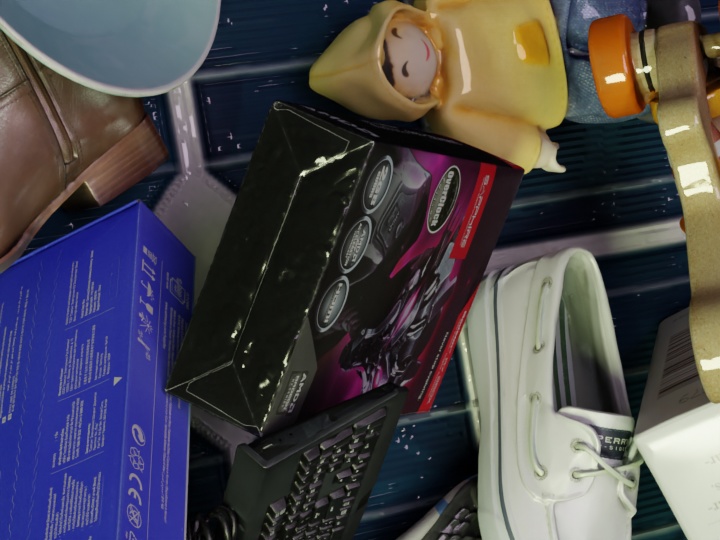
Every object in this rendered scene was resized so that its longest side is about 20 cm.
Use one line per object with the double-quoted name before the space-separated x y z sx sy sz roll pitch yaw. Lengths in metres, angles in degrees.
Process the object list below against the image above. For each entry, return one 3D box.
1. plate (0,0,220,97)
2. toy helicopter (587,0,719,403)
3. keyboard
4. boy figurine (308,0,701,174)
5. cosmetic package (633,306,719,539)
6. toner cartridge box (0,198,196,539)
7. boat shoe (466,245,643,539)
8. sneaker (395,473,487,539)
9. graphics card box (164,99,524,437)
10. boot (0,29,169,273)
"plate" -0.133 -0.162 0.885 0.200 0.026 0.201 36 41 -40
"toy helicopter" 0.159 -0.022 0.948 0.132 0.079 0.200 61 25 -48
"keyboard" -0.033 0.123 0.865 0.104 0.200 0.040 -23 64 -23
"boy figurine" 0.069 -0.109 1.003 0.200 0.064 0.125 -2 90 -30
"cosmetic package" 0.250 0.102 0.987 0.165 0.165 0.200 -26 101 19
"toner cartridge box" -0.116 0.070 0.818 0.043 0.095 0.200 47 28 -37
"boat shoe" 0.095 0.082 0.960 0.073 0.067 0.200 7 62 -41
"sneaker" 0.031 0.153 0.968 0.200 0.072 0.072 -34 89 -39
"graphics card box" 0.000 0.000 0.880 0.200 0.051 0.126 5 109 -68
"boot" -0.192 -0.093 0.866 0.186 0.064 0.200 -39 107 -37
